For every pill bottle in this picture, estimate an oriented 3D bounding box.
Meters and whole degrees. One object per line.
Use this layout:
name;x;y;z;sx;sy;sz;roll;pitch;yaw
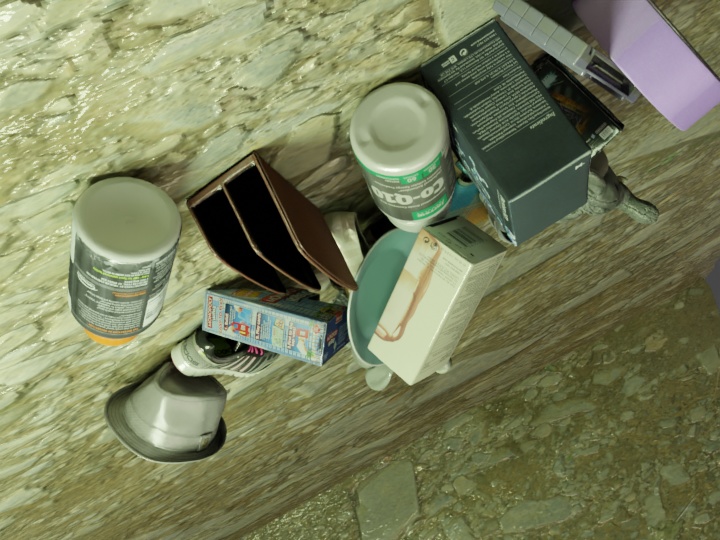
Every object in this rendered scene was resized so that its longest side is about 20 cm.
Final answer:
pill bottle;-0.256;0.003;0.812;0.105;0.107;0.201;-16;154;-32
pill bottle;0.058;-0.127;0.925;0.112;0.114;0.200;-30;158;0

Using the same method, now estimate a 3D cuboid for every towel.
towel;0.177;-0.102;1.259;0.145;0.022;0.201;-18;156;-30

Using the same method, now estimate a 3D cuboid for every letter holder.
letter holder;-0.095;-0.023;0.913;0.100;0.143;0.200;-33;158;8

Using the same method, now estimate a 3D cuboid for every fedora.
fedora;-0.276;0.200;1.152;0.199;0.176;0.091;7;118;-55

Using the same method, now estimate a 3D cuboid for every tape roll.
tape roll;0.335;-0.259;0.882;0.066;0.202;0.199;-41;156;29

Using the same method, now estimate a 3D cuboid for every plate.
plate;0.038;0.035;1.080;0.199;0.025;0.203;-26;124;-46

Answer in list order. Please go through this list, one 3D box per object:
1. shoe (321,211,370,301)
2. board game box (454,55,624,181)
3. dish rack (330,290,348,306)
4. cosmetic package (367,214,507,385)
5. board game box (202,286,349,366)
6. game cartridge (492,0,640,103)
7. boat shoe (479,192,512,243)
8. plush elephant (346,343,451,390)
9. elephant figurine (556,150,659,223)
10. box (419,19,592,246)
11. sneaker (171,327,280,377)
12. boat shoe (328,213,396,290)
shoe;0.000;0.000;1.073;0.053;0.070;0.202;-17;126;13
board game box;0.239;-0.171;1.042;0.200;0.135;0.028;-47;178;36
dish rack;0.019;0.066;1.250;0.054;0.154;0.201;-32;166;-40
cosmetic package;0.099;0.038;1.011;0.103;0.087;0.202;-19;139;-52
board game box;-0.113;0.063;1.087;0.200;0.197;0.063;-30;129;-72
game cartridge;0.240;-0.253;0.872;0.199;0.129;0.039;3;123;-53
boat shoe;0.241;-0.096;1.227;0.069;0.072;0.201;-31;160;4
plush elephant;0.053;0.137;1.429;0.154;0.166;0.199;-34;151;18
elephant figurine;0.319;-0.135;1.113;0.154;0.201;0.142;-33;151;1
box;0.170;-0.156;0.892;0.106;0.202;0.149;-31;158;3
sneaker;-0.189;0.116;1.181;0.198;0.075;0.087;2;148;-45
boat shoe;0.028;-0.044;1.130;0.198;0.072;0.060;-31;144;9
